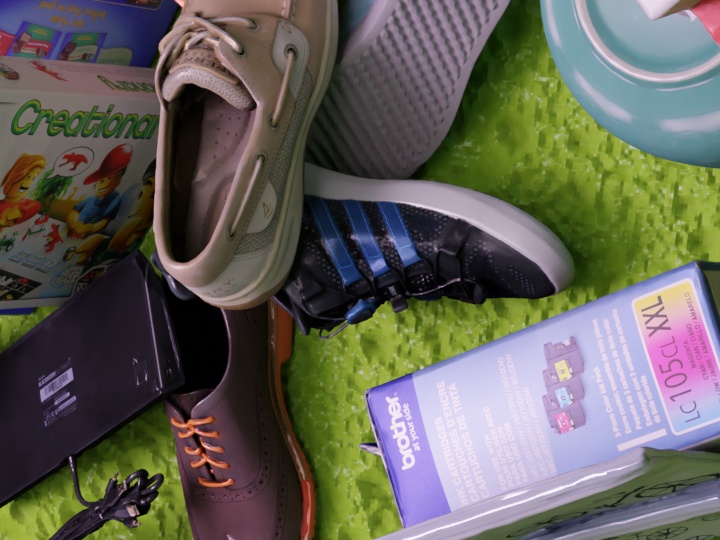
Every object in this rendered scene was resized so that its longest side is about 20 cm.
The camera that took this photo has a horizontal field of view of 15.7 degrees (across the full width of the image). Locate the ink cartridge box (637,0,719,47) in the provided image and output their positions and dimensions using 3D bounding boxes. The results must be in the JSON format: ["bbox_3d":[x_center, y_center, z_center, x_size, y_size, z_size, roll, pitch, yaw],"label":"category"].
[{"bbox_3d":[0.187,-0.161,0.999,0.200,0.045,0.177,-41,81,29],"label":"ink cartridge box"}]

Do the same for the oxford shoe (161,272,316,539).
[{"bbox_3d":[-0.071,0.083,1.277,0.071,0.072,0.201,-9,85,29],"label":"oxford shoe"}]

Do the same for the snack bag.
[{"bbox_3d":[0.089,0.113,1.114,0.188,0.200,0.022,-21,73,27],"label":"snack bag"}]

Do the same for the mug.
[{"bbox_3d":[0.140,-0.122,1.132,0.184,0.114,0.153,7,93,29],"label":"mug"}]

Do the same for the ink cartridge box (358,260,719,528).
[{"bbox_3d":[0.097,0.065,1.144,0.199,0.136,0.077,-24,76,27],"label":"ink cartridge box"}]

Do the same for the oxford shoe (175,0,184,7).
[{"bbox_3d":[-0.093,-0.175,1.287,0.200,0.073,0.071,45,106,17],"label":"oxford shoe"}]

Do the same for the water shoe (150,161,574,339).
[{"bbox_3d":[0.000,0.000,1.217,0.199,0.072,0.079,12,68,19],"label":"water shoe"}]

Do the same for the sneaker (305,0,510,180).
[{"bbox_3d":[0.022,-0.115,1.239,0.074,0.082,0.200,27,125,-17],"label":"sneaker"}]

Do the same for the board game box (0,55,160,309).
[{"bbox_3d":[-0.158,-0.040,1.255,0.035,0.200,0.127,38,108,22],"label":"board game box"}]

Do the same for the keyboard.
[{"bbox_3d":[-0.141,0.081,1.304,0.200,0.021,0.128,-34,60,50],"label":"keyboard"}]

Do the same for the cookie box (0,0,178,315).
[{"bbox_3d":[-0.199,-0.080,1.296,0.075,0.171,0.201,35,106,27],"label":"cookie box"}]

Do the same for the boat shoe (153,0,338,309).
[{"bbox_3d":[-0.058,-0.086,1.182,0.072,0.065,0.201,0,75,26],"label":"boat shoe"}]
